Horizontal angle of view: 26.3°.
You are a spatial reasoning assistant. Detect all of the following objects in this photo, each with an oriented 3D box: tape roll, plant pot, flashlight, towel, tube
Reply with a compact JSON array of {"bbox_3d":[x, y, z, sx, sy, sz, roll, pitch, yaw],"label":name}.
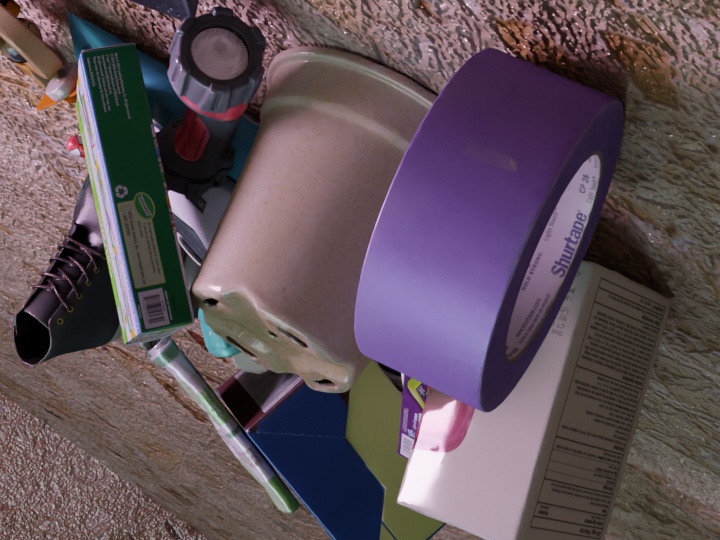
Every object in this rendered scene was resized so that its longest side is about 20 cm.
[{"bbox_3d":[0.079,-0.024,0.919,0.084,0.201,0.200,24,161,15],"label":"tape roll"},{"bbox_3d":[-0.023,-0.024,1.097,0.199,0.184,0.201,27,161,10],"label":"plant pot"},{"bbox_3d":[-0.118,-0.113,1.106,0.068,0.068,0.200,58,155,8],"label":"flashlight"},{"bbox_3d":[-0.137,0.140,1.451,0.201,0.031,0.149,53,174,-10],"label":"towel"},{"bbox_3d":[-0.151,-0.137,1.232,0.199,0.051,0.078,34,155,8],"label":"tube"}]

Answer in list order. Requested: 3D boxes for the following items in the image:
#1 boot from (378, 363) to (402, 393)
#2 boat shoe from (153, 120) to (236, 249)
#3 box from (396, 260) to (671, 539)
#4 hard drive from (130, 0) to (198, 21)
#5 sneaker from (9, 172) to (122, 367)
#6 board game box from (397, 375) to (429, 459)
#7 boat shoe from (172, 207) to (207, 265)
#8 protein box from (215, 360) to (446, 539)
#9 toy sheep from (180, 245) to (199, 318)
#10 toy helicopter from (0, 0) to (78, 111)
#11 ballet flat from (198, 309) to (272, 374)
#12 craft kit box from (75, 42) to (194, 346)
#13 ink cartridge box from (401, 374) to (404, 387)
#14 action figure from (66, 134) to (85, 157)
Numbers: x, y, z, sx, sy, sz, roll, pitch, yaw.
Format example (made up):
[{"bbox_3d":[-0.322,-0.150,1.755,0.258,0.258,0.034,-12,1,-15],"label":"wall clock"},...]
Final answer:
[{"bbox_3d":[0.119,0.137,1.477,0.199,0.073,0.144,25,163,41],"label":"boot"},{"bbox_3d":[-0.105,-0.054,1.267,0.200,0.068,0.072,43,129,21],"label":"boat shoe"},{"bbox_3d":[0.125,0.092,1.098,0.108,0.202,0.127,15,176,38],"label":"box"},{"bbox_3d":[-0.175,-0.245,0.984,0.134,0.043,0.200,23,161,22],"label":"hard drive"},{"bbox_3d":[-0.243,-0.005,1.360,0.074,0.106,0.202,27,121,24],"label":"sneaker"},{"bbox_3d":[0.087,0.088,1.258,0.120,0.032,0.202,30,127,40],"label":"board game box"},{"bbox_3d":[-0.132,-0.038,1.331,0.200,0.075,0.060,47,137,7],"label":"boat shoe"},{"bbox_3d":[-0.018,0.165,1.497,0.199,0.135,0.200,52,174,-14],"label":"protein box"},{"bbox_3d":[-0.180,-0.010,1.469,0.198,0.139,0.138,11,158,9],"label":"toy sheep"},{"bbox_3d":[-0.268,-0.178,1.262,0.132,0.079,0.200,37,175,-1],"label":"toy helicopter"},{"bbox_3d":[-0.095,0.061,1.425,0.067,0.071,0.200,-10,173,18],"label":"ballet flat"},{"bbox_3d":[-0.172,-0.048,1.148,0.048,0.202,0.197,-12,178,-15],"label":"craft kit box"},{"bbox_3d":[0.127,0.103,1.297,0.199,0.067,0.118,12,117,45],"label":"ink cartridge box"},{"bbox_3d":[-0.180,-0.076,1.395,0.199,0.066,0.052,25,-177,11],"label":"action figure"}]
